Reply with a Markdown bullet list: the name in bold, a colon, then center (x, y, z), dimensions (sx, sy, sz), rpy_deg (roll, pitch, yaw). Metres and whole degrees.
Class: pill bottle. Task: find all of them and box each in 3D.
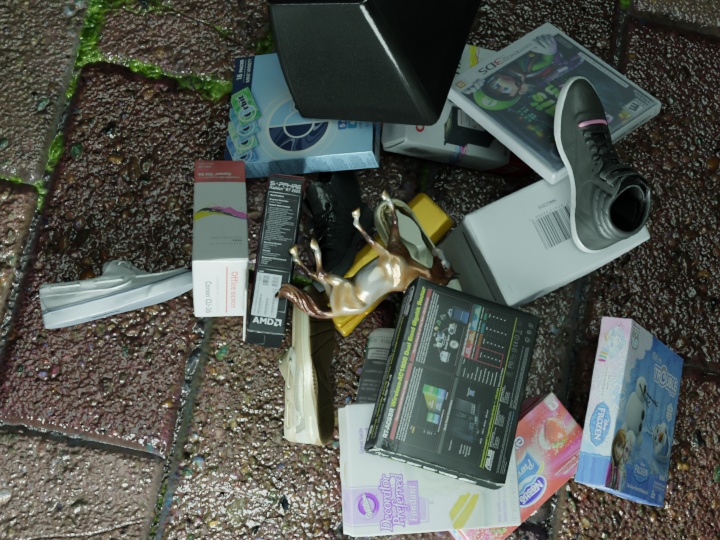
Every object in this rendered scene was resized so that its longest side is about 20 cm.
- **pill bottle**: center (0.046, 0.182, 1.114), dimensions (0.112, 0.113, 0.201), rpy_deg (13, 76, -3)

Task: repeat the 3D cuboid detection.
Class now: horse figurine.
- **horse figurine**: center (0.000, 0.000, 1.057), dimensions (0.199, 0.050, 0.133), rpy_deg (-31, 101, 7)

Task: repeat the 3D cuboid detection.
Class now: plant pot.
- **plant pot**: center (0.004, -0.308, 1.054), dimensions (0.199, 0.177, 0.200), rpy_deg (9, 68, 29)

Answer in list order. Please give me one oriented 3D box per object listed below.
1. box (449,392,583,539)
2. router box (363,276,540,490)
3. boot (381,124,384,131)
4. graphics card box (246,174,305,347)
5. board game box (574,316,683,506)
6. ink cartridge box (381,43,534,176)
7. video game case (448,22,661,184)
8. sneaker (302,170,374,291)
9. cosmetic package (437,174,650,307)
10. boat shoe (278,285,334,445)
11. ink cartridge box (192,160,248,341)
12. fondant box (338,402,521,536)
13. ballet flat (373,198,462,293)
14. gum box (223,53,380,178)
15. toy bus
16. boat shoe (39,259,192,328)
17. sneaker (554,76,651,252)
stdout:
- **box**: center (0.184, 0.254, 1.120), dimensions (0.200, 0.103, 0.095), rpy_deg (-38, 85, -13)
- **router box**: center (0.102, 0.125, 0.989), dimensions (0.149, 0.062, 0.201), rpy_deg (18, 73, -7)
- **boot**: center (0.013, -0.275, 1.231), dimensions (0.200, 0.072, 0.145), rpy_deg (36, 78, -1)
- **graphics card box**: center (-0.109, -0.009, 1.131), dimensions (0.051, 0.125, 0.201), rpy_deg (7, 78, -7)
- **board game box**: center (0.341, 0.181, 1.114), dimensions (0.043, 0.200, 0.200), rpy_deg (1, 73, 38)
- **ink cartridge box**: center (0.141, -0.217, 1.189), dimensions (0.199, 0.083, 0.147), rpy_deg (8, 88, -20)
- **video game case**: center (0.234, -0.213, 1.101), dimensions (0.181, 0.023, 0.200), rpy_deg (-33, 59, -18)
- **sneaker**: center (-0.042, -0.068, 1.154), dimensions (0.104, 0.060, 0.200), rpy_deg (48, 40, -17)
- **cosmetic package**: center (0.220, -0.031, 1.132), dimensions (0.199, 0.200, 0.123), rpy_deg (-25, 84, -10)
- **boat shoe**: center (-0.074, 0.119, 1.125), dimensions (0.065, 0.072, 0.201), rpy_deg (-1, 95, 24)
- **ink cartridge box**: center (-0.172, -0.024, 1.096), dimensions (0.067, 0.117, 0.201), rpy_deg (-1, 52, -9)
- **fondant box**: center (0.078, 0.224, 1.024), dimensions (0.199, 0.058, 0.145), rpy_deg (-1, 79, -11)
- **ballet flat**: center (0.076, -0.004, 1.096), dimensions (0.069, 0.069, 0.201), rpy_deg (-29, 79, -11)
- **gum box**: center (-0.073, -0.210, 1.172), dimensions (0.199, 0.045, 0.171), rpy_deg (-4, 66, 13)
- **toy bus**: center (0.029, -0.007, 1.169), dimensions (0.065, 0.078, 0.200), rpy_deg (44, 77, 5)
- **boat shoe**: center (-0.309, 0.019, 1.132), dimensions (0.199, 0.074, 0.066), rpy_deg (-15, 84, -10)
- **sneaker**: center (0.272, -0.122, 0.985), dimensions (0.070, 0.099, 0.201), rpy_deg (-8, 91, -19)
